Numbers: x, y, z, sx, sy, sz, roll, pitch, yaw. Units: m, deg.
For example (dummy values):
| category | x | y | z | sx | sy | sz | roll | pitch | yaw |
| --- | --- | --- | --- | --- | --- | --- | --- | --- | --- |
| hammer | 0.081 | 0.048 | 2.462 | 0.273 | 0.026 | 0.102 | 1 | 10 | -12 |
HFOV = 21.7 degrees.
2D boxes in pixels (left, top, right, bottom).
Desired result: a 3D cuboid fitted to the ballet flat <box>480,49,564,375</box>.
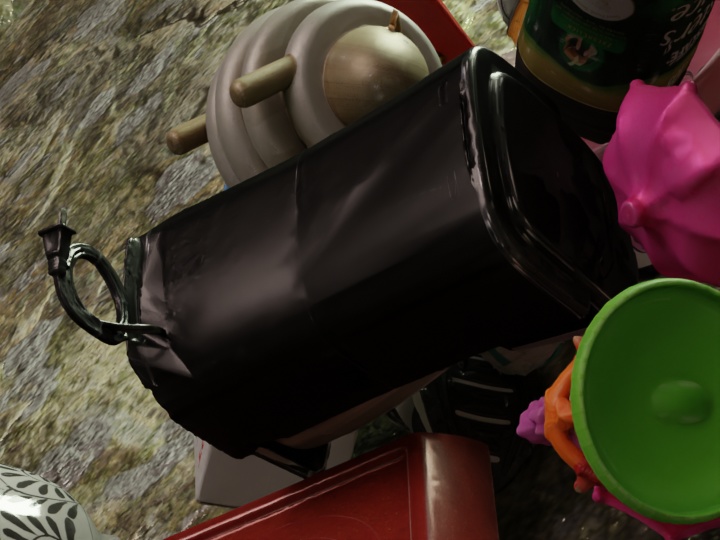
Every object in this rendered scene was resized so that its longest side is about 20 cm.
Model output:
| category | x | y | z | sx | sy | sz | roll | pitch | yaw |
| --- | --- | --- | --- | --- | --- | --- | --- | --- | --- |
| ballet flat | 0.073 | -0.043 | 0.977 | 0.071 | 0.071 | 0.202 | -26 | 50 | 36 |

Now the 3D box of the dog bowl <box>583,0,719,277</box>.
| category | x | y | z | sx | sy | sz | roll | pitch | yaw |
| --- | --- | --- | --- | --- | --- | --- | --- | --- | --- |
| dog bowl | 0.169 | -0.092 | 1.043 | 0.200 | 0.074 | 0.201 | -37 | 23 | 18 |

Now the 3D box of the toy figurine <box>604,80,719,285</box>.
| category | x | y | z | sx | sy | sz | roll | pitch | yaw |
| --- | --- | --- | --- | --- | --- | --- | --- | --- | --- |
| toy figurine | 0.194 | -0.069 | 0.815 | 0.184 | 0.200 | 0.150 | -46 | 49 | 11 |

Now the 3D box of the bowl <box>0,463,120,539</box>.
| category | x | y | z | sx | sy | sz | roll | pitch | yaw |
| --- | --- | --- | --- | --- | --- | --- | --- | --- | --- |
| bowl | -0.180 | 0.198 | 1.059 | 0.201 | 0.093 | 0.203 | 179 | 90 | -73 |

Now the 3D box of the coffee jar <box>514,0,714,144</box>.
| category | x | y | z | sx | sy | sz | roll | pitch | yaw |
| --- | --- | --- | --- | --- | --- | --- | --- | --- | --- |
| coffee jar | 0.133 | -0.155 | 0.897 | 0.105 | 0.085 | 0.201 | -55 | -14 | -31 |

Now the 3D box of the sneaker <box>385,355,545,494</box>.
| category | x | y | z | sx | sy | sz | roll | pitch | yaw |
| --- | --- | --- | --- | --- | --- | --- | --- | --- | --- |
| sneaker | 0.046 | 0.062 | 1.008 | 0.201 | 0.073 | 0.080 | -105 | 32 | -59 |

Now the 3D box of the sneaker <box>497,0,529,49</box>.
| category | x | y | z | sx | sy | sz | roll | pitch | yaw |
| --- | --- | --- | --- | --- | --- | --- | --- | --- | --- |
| sneaker | 0.103 | -0.174 | 1.068 | 0.078 | 0.078 | 0.200 | -33 | -3 | 4 |

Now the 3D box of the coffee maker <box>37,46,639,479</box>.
| category | x | y | z | sx | sy | sz | roll | pitch | yaw |
| --- | --- | --- | --- | --- | --- | --- | --- | --- | --- |
| coffee maker | 0.000 | 0.000 | 0.842 | 0.199 | 0.136 | 0.191 | -28 | -17 | 29 |

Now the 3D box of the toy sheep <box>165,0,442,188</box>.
| category | x | y | z | sx | sy | sz | roll | pitch | yaw |
| --- | --- | --- | --- | --- | --- | --- | --- | --- | --- |
| toy sheep | -0.025 | -0.081 | 1.012 | 0.138 | 0.138 | 0.200 | -54 | 18 | -24 |

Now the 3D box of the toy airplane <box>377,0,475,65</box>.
| category | x | y | z | sx | sy | sz | roll | pitch | yaw |
| --- | --- | --- | --- | --- | --- | --- | --- | --- | --- |
| toy airplane | 0.033 | -0.113 | 1.158 | 0.141 | 0.200 | 0.200 | -37 | -5 | 4 |

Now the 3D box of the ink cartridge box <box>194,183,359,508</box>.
| category | x | y | z | sx | sy | sz | roll | pitch | yaw |
| --- | --- | --- | --- | --- | --- | --- | --- | --- | --- |
| ink cartridge box | -0.046 | 0.032 | 1.099 | 0.200 | 0.084 | 0.146 | -106 | 28 | -65 |

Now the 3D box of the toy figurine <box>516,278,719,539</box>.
| category | x | y | z | sx | sy | sz | roll | pitch | yaw |
| --- | --- | --- | --- | --- | --- | --- | --- | --- | --- |
| toy figurine | 0.130 | 0.062 | 0.736 | 0.184 | 0.198 | 0.152 | 158 | 113 | -66 |

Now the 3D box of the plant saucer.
| category | x | y | z | sx | sy | sz | roll | pitch | yaw |
| --- | --- | --- | --- | --- | --- | --- | --- | --- | --- |
| plant saucer | -0.033 | 0.157 | 0.837 | 0.198 | 0.037 | 0.201 | -24 | 27 | 12 |
